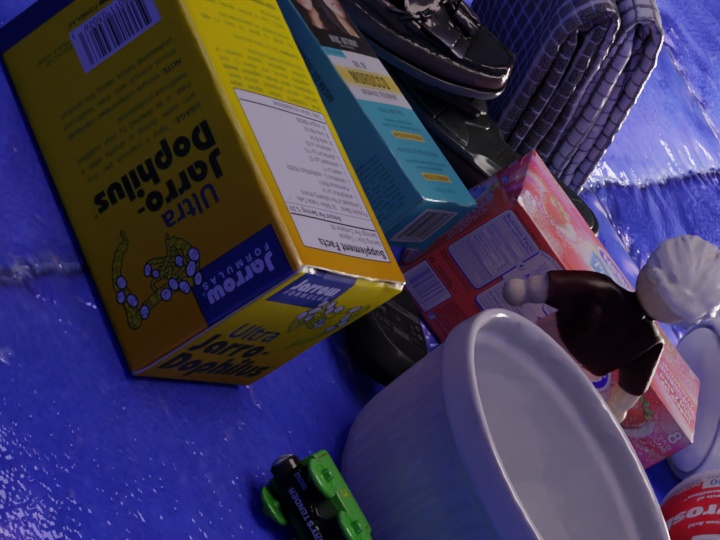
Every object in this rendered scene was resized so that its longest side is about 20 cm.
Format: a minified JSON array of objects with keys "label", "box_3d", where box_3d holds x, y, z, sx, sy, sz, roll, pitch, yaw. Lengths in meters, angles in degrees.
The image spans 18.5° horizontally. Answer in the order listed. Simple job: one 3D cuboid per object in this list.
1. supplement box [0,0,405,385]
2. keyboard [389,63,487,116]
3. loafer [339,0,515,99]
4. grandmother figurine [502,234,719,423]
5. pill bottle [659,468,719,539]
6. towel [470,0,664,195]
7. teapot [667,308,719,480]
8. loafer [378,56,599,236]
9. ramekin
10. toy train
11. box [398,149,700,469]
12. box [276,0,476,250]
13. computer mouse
[{"label":"supplement box","box_3d":[-0.082,-0.056,1.111,0.109,0.109,0.201,11,51,-60]},{"label":"keyboard","box_3d":[0.030,-0.183,1.552,0.127,0.021,0.200,25,26,-19]},{"label":"loafer","box_3d":[0.020,-0.183,1.451,0.200,0.063,0.072,29,35,-7]},{"label":"grandmother figurine","box_3d":[0.129,0.040,1.304,0.121,0.200,0.061,41,28,-37]},{"label":"pill bottle","box_3d":[0.229,0.214,1.407,0.112,0.112,0.200,55,22,-8]},{"label":"towel","box_3d":[0.128,-0.158,1.580,0.085,0.200,0.166,11,40,-23]},{"label":"teapot","box_3d":[0.281,0.097,1.623,0.146,0.198,0.200,10,5,-13]},{"label":"loafer","box_3d":[0.071,-0.070,1.508,0.200,0.063,0.072,43,31,12]},{"label":"ramekin","box_3d":[0.078,0.133,1.209,0.200,0.105,0.200,44,27,-29]},{"label":"toy train","box_3d":[0.012,0.179,1.103,0.200,0.042,0.056,61,12,5]},{"label":"box","box_3d":[0.124,0.038,1.426,0.200,0.102,0.095,53,23,-12]},{"label":"box","box_3d":[-0.013,-0.106,1.357,0.200,0.049,0.082,57,21,16]},{"label":"computer mouse","box_3d":[0.000,0.000,1.321,0.059,0.034,0.200,35,26,-33]}]
